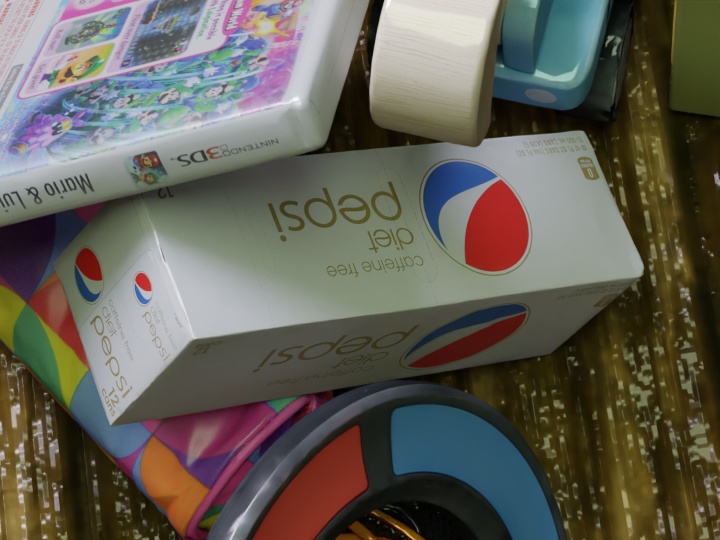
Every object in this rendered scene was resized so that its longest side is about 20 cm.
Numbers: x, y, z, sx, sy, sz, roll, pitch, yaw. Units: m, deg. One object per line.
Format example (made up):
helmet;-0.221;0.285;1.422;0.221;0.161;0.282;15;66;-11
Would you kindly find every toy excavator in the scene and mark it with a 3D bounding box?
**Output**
toy excavator;0.046;-0.112;0.815;0.099;0.200;0.196;13;72;11

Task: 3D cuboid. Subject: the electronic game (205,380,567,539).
electronic game;0.007;0.136;0.756;0.041;0.200;0.201;8;71;41

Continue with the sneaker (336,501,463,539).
sneaker;-0.010;0.131;0.813;0.078;0.077;0.201;24;75;14

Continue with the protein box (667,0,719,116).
protein box;0.218;-0.140;0.808;0.199;0.199;0.136;9;73;9

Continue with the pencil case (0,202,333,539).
pencil case;-0.096;0.007;0.857;0.088;0.088;0.200;-42;75;-7

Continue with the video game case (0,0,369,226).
video game case;-0.079;-0.086;0.791;0.181;0.024;0.201;-12;34;21

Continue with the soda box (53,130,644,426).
soda box;0.000;0.000;0.802;0.199;0.068;0.064;-8;67;-37
